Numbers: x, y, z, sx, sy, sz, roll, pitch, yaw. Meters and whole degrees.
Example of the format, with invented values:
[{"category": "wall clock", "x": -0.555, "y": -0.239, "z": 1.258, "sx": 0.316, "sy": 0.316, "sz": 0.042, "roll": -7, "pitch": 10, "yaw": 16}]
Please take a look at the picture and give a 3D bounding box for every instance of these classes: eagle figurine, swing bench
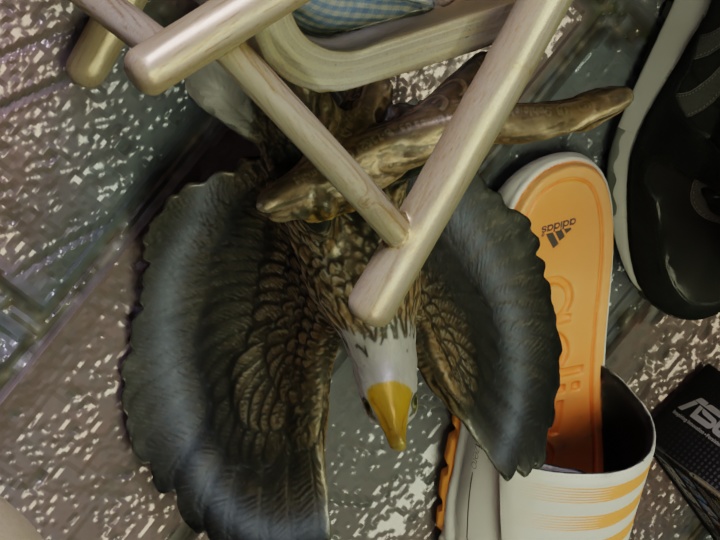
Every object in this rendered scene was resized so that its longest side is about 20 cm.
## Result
[{"category": "eagle figurine", "x": -0.001, "y": 0.007, "z": 1.032, "sx": 0.200, "sy": 0.151, "sz": 0.151, "roll": 95, "pitch": 17, "yaw": -61}, {"category": "swing bench", "x": -0.010, "y": -0.127, "z": 0.902, "sx": 0.200, "sy": 0.199, "sz": 0.130, "roll": -47, "pitch": 131, "yaw": -4}]

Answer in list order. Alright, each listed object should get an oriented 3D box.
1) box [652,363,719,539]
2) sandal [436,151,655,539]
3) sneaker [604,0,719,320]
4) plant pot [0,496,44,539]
[{"category": "box", "x": 0.214, "y": 0.143, "z": 1.223, "sx": 0.044, "sy": 0.160, "sz": 0.200, "roll": -44, "pitch": 130, "yaw": -8}, {"category": "sandal", "x": 0.077, "y": 0.058, "z": 1.151, "sx": 0.079, "sy": 0.059, "sz": 0.207, "roll": -16, "pitch": 122, "yaw": -27}, {"category": "sneaker", "x": 0.155, "y": -0.065, "z": 1.120, "sx": 0.076, "sy": 0.088, "sz": 0.200, "roll": -2, "pitch": 115, "yaw": -34}, {"category": "plant pot", "x": -0.166, "y": 0.132, "z": 0.957, "sx": 0.134, "sy": 0.200, "sz": 0.201, "roll": -25, "pitch": 130, "yaw": -52}]
